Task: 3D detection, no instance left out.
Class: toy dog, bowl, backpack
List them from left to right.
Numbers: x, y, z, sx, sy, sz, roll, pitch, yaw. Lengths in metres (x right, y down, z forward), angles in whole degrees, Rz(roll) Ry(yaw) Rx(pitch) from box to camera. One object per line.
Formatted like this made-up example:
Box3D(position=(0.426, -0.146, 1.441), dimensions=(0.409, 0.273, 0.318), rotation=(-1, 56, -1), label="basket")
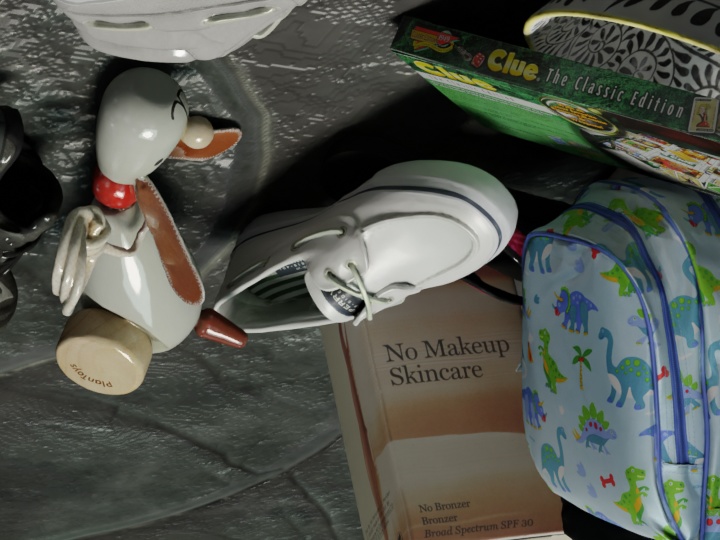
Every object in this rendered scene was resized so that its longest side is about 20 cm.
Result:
Box3D(position=(-0.095, -0.011, 1.161), dimensions=(0.095, 0.133, 0.200), rotation=(14, 161, -2), label="toy dog")
Box3D(position=(0.152, 0.051, 1.153), dimensions=(0.153, 0.202, 0.163), rotation=(8, -172, -25), label="backpack")
Box3D(position=(0.184, -0.111, 1.056), dimensions=(0.199, 0.095, 0.201), rotation=(26, 174, 3), label="bowl")

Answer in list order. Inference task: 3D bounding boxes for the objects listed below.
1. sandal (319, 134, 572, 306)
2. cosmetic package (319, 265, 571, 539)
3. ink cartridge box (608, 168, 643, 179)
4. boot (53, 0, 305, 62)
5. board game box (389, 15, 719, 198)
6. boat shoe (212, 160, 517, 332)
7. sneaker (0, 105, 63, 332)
Box3D(position=(0.069, -0.013, 1.222), dimensions=(0.198, 0.045, 0.075), rotation=(20, 145, -13), label="sandal")
Box3D(position=(0.044, 0.075, 1.289), dimensions=(0.102, 0.202, 0.087), rotation=(-6, 154, -17), label="cosmetic package")
Box3D(position=(0.203, -0.032, 1.235), dimensions=(0.066, 0.117, 0.200), rotation=(-3, 153, -26), label="ink cartridge box")
Box3D(position=(-0.039, -0.140, 0.980), dimensions=(0.198, 0.074, 0.096), rotation=(-6, 161, 7), label="boot")
Box3D(position=(0.118, -0.072, 1.089), dimensions=(0.199, 0.024, 0.105), rotation=(20, 174, 34), label="board game box")
Box3D(position=(0.000, 0.000, 1.198), dimensions=(0.074, 0.067, 0.199), rotation=(44, 144, -23), label="boat shoe")
Box3D(position=(-0.188, -0.018, 1.141), dimensions=(0.083, 0.077, 0.200), rotation=(-5, 155, -5), label="sneaker")
